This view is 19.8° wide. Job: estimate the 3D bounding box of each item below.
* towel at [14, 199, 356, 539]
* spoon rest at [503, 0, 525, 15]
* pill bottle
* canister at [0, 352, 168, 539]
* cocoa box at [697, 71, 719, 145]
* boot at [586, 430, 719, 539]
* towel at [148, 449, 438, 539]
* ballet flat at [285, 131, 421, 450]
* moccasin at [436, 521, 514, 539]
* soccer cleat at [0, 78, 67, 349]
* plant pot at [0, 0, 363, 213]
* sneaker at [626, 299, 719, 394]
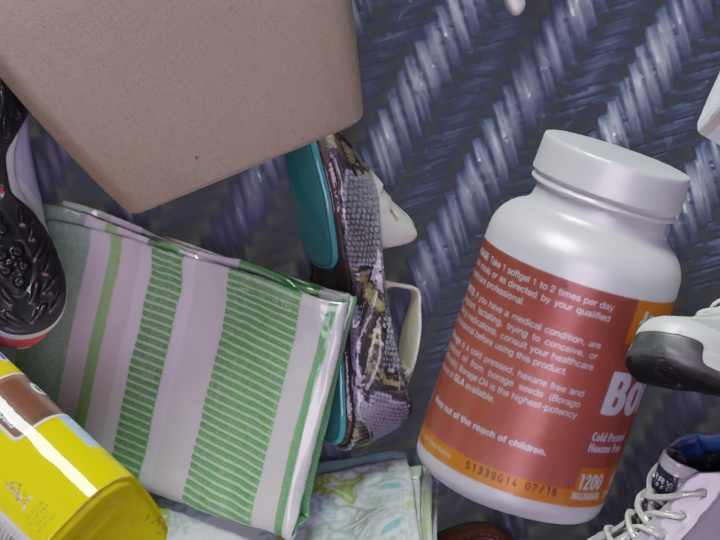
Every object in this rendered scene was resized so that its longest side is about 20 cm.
[{"bbox_3d":[-0.108,0.056,1.175,0.200,0.023,0.153,17,103,21],"label":"towel"},{"bbox_3d":[0.159,-0.198,1.135,0.200,0.061,0.100,-24,101,-6],"label":"spoon rest"},{"bbox_3d":[0.111,0.030,1.147,0.112,0.112,0.200,18,102,-1],"label":"pill bottle"},{"bbox_3d":[-0.205,0.092,1.123,0.200,0.149,0.087,40,76,20],"label":"canister"},{"bbox_3d":[0.306,-0.099,1.078,0.200,0.131,0.134,31,62,-3],"label":"cocoa box"},{"bbox_3d":[0.155,0.138,1.118,0.200,0.074,0.096,-16,123,-24],"label":"boot"},{"bbox_3d":[-0.050,0.179,1.157,0.200,0.171,0.048,-11,125,5],"label":"towel"},{"bbox_3d":[0.000,0.000,1.179,0.072,0.072,0.201,-5,101,4],"label":"ballet flat"},{"bbox_3d":[0.011,0.220,1.207,0.201,0.078,0.074,-33,98,9],"label":"moccasin"},{"bbox_3d":[-0.214,-0.052,1.170,0.068,0.073,0.200,-12,79,-19],"label":"soccer cleat"},{"bbox_3d":[-0.094,-0.149,1.092,0.199,0.200,0.177,-22,112,7],"label":"plant pot"},{"bbox_3d":[0.212,0.012,1.112,0.076,0.200,0.116,8,89,39],"label":"sneaker"}]
